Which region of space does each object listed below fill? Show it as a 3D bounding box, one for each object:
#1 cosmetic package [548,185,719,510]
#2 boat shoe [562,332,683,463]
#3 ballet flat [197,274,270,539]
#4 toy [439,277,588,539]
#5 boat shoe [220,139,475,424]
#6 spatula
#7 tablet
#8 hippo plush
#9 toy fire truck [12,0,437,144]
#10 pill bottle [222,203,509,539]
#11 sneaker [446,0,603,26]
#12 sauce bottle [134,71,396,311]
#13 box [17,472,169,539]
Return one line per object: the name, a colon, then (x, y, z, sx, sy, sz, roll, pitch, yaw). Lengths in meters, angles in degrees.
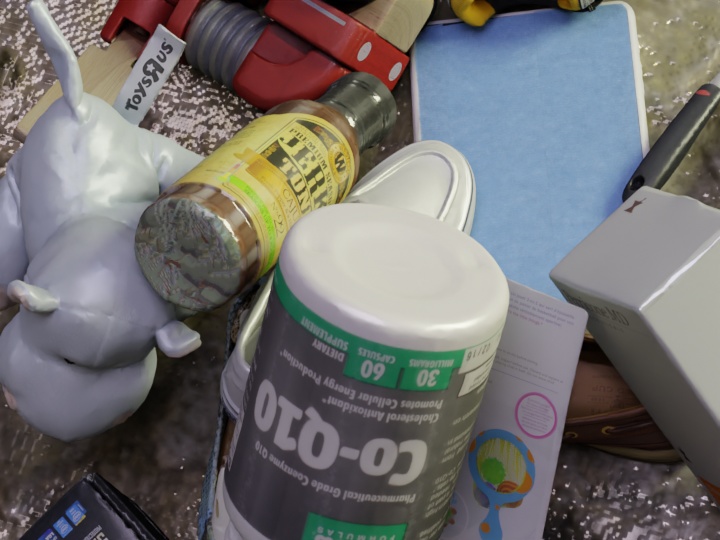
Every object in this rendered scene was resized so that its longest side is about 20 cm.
cosmetic package: (0.189, 0.061, 1.319, 0.071, 0.101, 0.200, -41, 111, -10)
boat shoe: (0.089, 0.058, 1.410, 0.198, 0.068, 0.073, 2, 68, 9)
ballet flat: (-0.052, 0.094, 1.416, 0.074, 0.074, 0.202, -1, 68, 8)
toy: (0.055, 0.093, 1.364, 0.115, 0.047, 0.202, 21, 109, 28)
boat shoe: (0.000, 0.000, 1.394, 0.073, 0.066, 0.201, 29, 62, 10)
spatula: (0.203, -0.105, 1.467, 0.200, 0.021, 0.056, -46, 35, -22)
tablet: (0.094, -0.060, 1.472, 0.129, 0.014, 0.201, -6, 58, 6)
hippo plush: (-0.120, 0.000, 1.390, 0.158, 0.201, 0.161, 11, 36, -24)
toy fire truck: (-0.083, -0.126, 1.496, 0.175, 0.129, 0.201, 33, 94, 23)
pill bottle: (-0.004, 0.079, 1.297, 0.112, 0.201, 0.113, 11, 30, -6)
sneaker: (0.137, -0.182, 1.500, 0.198, 0.078, 0.083, -12, 61, 13)
sauce bottle: (-0.041, -0.048, 1.368, 0.064, 0.065, 0.200, 22, 35, 16)
box: (-0.145, 0.233, 1.351, 0.200, 0.086, 0.164, -43, 69, -3)
